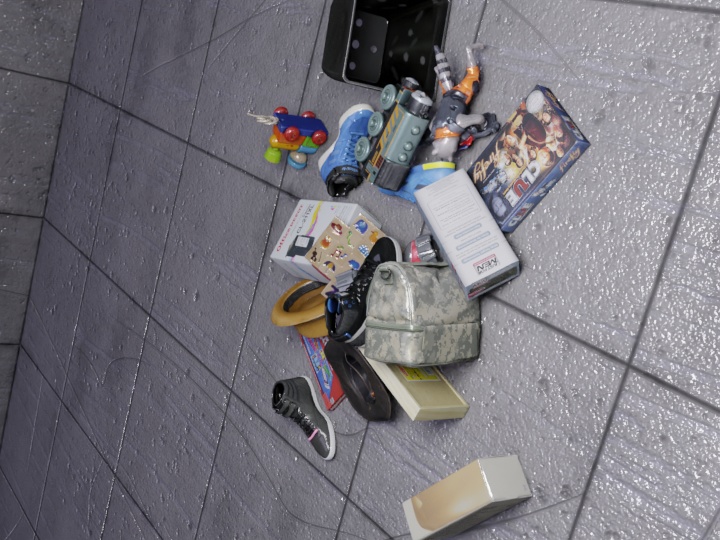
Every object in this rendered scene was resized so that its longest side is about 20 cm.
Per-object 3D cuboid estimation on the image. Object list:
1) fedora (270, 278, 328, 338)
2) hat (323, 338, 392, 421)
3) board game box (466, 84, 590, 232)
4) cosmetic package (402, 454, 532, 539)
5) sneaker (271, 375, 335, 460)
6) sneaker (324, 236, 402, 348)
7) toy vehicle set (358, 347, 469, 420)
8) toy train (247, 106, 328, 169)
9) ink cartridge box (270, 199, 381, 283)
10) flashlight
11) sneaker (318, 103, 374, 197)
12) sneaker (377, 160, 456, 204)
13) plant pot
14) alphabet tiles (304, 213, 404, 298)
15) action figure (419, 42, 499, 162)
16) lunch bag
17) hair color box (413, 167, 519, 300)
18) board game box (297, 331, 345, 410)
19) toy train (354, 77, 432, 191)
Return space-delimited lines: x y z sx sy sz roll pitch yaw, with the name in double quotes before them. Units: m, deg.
"fedora" -0.081 0.077 1.738 0.199 0.200 0.083 10 132 50
"hat" 0.018 0.189 1.622 0.200 0.080 0.202 43 152 29
"board game box" 0.268 -0.181 1.409 0.201 0.034 0.136 -52 49 33
"cosmetic package" 0.172 0.375 1.410 0.200 0.104 0.072 -41 56 38
"sneaker" -0.125 0.307 1.783 0.071 0.098 0.201 -50 52 32
"sneaker" 0.001 0.031 1.480 0.072 0.111 0.203 16 89 42
"toy vehicle set" 0.090 0.184 1.514 0.200 0.123 0.027 50 122 41
"toy train" -0.176 -0.280 1.839 0.116 0.198 0.085 -58 46 34
"ink cartridge box" -0.073 -0.058 1.735 0.199 0.083 0.147 9 68 50
"flashlight" 0.049 -0.003 1.565 0.198 0.068 0.068 -20 43 15
"sneaker" -0.018 -0.231 1.729 0.200 0.076 0.112 -51 44 40
"sneaker" 0.099 -0.149 1.589 0.199 0.065 0.080 -5 85 50
"plant pot" 0.030 -0.432 1.622 0.177 0.197 0.203 16 98 62
"alphabet tiles" 0.000 0.000 1.607 0.199 0.008 0.168 39 103 2
"action figure" 0.146 -0.285 1.522 0.198 0.104 0.197 -12 66 46
"lunch bag" 0.108 0.068 1.454 0.138 0.198 0.171 6 94 48
"hair color box" 0.176 -0.062 1.441 0.098 0.061 0.202 -26 62 -1
"board game box" -0.070 0.177 1.793 0.103 0.019 0.202 -49 51 34
"toy train" 0.063 -0.239 1.533 0.202 0.084 0.114 -62 38 22
